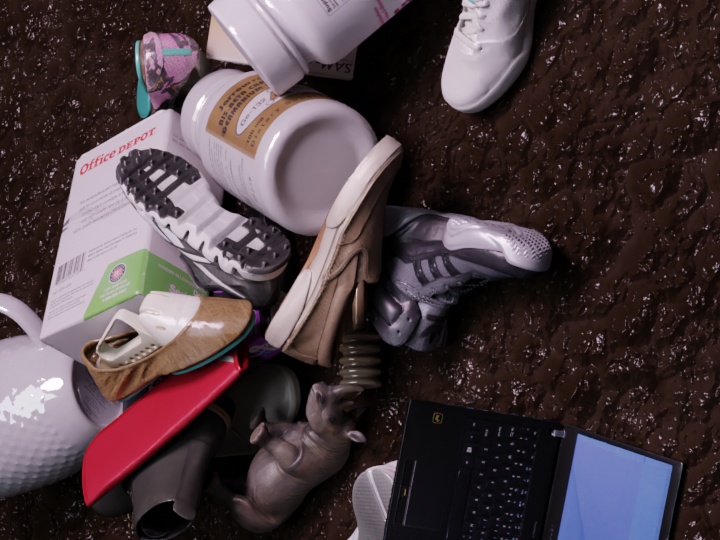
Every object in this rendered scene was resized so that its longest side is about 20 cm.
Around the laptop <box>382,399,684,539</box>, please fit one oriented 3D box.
[{"bbox_3d":[0.125,0.208,1.568,0.103,0.198,0.179,-142,63,-78],"label":"laptop"}]

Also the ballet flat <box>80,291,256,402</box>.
[{"bbox_3d":[-0.175,0.056,1.749,0.199,0.072,0.068,-24,30,45],"label":"ballet flat"}]

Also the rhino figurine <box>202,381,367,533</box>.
[{"bbox_3d":[-0.059,0.157,1.765,0.200,0.087,0.060,-45,21,31],"label":"rhino figurine"}]

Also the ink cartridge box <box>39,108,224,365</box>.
[{"bbox_3d":[-0.204,-0.026,1.861,0.145,0.084,0.201,-23,48,40],"label":"ink cartridge box"}]

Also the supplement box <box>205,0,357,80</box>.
[{"bbox_3d":[-0.058,-0.276,1.793,0.125,0.073,0.202,13,96,44],"label":"supplement box"}]

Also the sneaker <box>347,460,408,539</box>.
[{"bbox_3d":[0.025,0.229,1.690,0.070,0.080,0.201,47,137,26],"label":"sneaker"}]

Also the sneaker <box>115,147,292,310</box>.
[{"bbox_3d":[-0.139,-0.029,1.755,0.200,0.066,0.091,35,146,27],"label":"sneaker"}]

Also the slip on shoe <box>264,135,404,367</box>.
[{"bbox_3d":[-0.007,-0.013,1.654,0.060,0.076,0.201,30,102,5],"label":"slip on shoe"}]

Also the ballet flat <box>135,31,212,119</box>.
[{"bbox_3d":[-0.172,-0.176,1.874,0.200,0.071,0.070,129,139,-80],"label":"ballet flat"}]

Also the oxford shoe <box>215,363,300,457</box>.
[{"bbox_3d":[-0.132,0.135,1.848,0.199,0.058,0.076,-21,72,39],"label":"oxford shoe"}]

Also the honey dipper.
[{"bbox_3d":[0.000,0.000,1.749,0.038,0.038,0.202,-7,79,43],"label":"honey dipper"}]

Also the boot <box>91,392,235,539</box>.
[{"bbox_3d":[-0.195,0.199,1.792,0.200,0.077,0.139,-45,22,40],"label":"boot"}]

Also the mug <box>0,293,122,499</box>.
[{"bbox_3d":[-0.324,0.112,1.949,0.174,0.148,0.201,-18,110,31],"label":"mug"}]

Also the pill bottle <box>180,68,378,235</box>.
[{"bbox_3d":[-0.076,-0.110,1.755,0.200,0.114,0.115,32,109,56],"label":"pill bottle"}]

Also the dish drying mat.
[{"bbox_3d":[-0.171,0.122,1.762,0.200,0.018,0.077,-39,32,21],"label":"dish drying mat"}]

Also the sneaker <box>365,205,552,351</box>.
[{"bbox_3d":[0.075,0.013,1.652,0.199,0.075,0.115,13,97,49],"label":"sneaker"}]

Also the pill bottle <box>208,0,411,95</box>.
[{"bbox_3d":[-0.021,-0.243,1.674,0.200,0.113,0.114,-39,57,0],"label":"pill bottle"}]

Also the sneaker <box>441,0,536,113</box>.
[{"bbox_3d":[0.104,-0.220,1.627,0.075,0.088,0.201,43,116,35],"label":"sneaker"}]

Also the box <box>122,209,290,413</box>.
[{"bbox_3d":[-0.141,0.046,1.837,0.200,0.036,0.144,-34,44,33],"label":"box"}]
